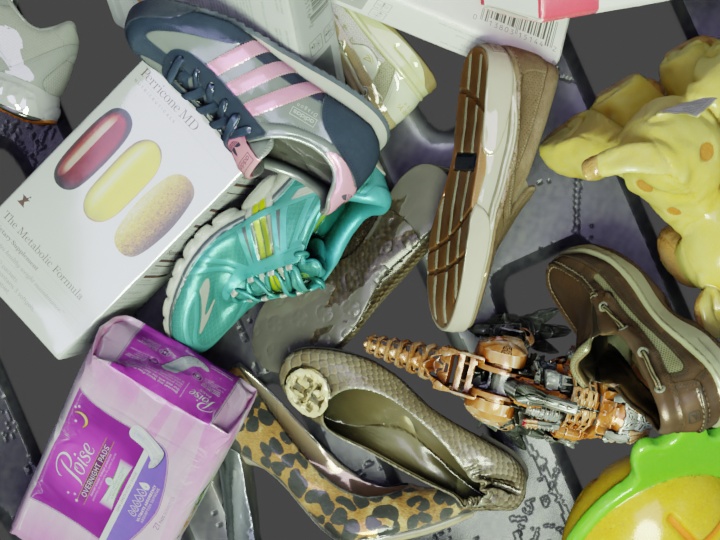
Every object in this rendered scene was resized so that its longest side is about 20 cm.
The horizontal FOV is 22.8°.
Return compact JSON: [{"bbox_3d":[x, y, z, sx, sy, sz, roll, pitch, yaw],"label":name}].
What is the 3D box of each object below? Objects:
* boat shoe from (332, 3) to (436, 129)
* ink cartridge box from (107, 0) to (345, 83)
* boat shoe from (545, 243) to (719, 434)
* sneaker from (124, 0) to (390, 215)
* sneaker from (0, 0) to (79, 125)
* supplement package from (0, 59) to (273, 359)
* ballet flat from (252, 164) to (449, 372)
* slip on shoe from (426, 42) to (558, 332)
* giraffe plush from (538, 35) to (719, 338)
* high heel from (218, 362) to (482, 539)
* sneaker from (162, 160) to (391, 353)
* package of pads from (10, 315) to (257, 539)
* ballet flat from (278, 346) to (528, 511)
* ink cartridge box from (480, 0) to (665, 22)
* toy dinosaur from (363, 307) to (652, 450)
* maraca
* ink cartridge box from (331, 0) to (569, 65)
[{"bbox_3d":[-0.031,-0.189,1.304,0.063,0.073,0.201,-43,94,2],"label":"boat shoe"},{"bbox_3d":[-0.107,-0.204,1.262,0.199,0.161,0.047,29,63,26],"label":"ink cartridge box"},{"bbox_3d":[0.171,0.045,1.204,0.074,0.202,0.075,-21,121,-18],"label":"boat shoe"},{"bbox_3d":[-0.080,-0.111,1.211,0.199,0.070,0.082,27,60,0],"label":"sneaker"},{"bbox_3d":[-0.302,-0.186,1.345,0.199,0.076,0.093,25,87,-2],"label":"sneaker"},{"bbox_3d":[-0.173,-0.047,1.306,0.114,0.110,0.200,45,97,4],"label":"supplement package"},{"bbox_3d":[0.000,0.000,1.316,0.200,0.046,0.067,-47,75,10],"label":"ballet flat"},{"bbox_3d":[0.092,-0.055,1.243,0.060,0.076,0.202,6,94,-21],"label":"slip on shoe"},{"bbox_3d":[0.239,-0.053,1.224,0.172,0.200,0.163,-31,104,5],"label":"giraffe plush"},{"bbox_3d":[-0.013,0.130,1.315,0.198,0.071,0.144,-7,86,7],"label":"high heel"},{"bbox_3d":[-0.062,-0.012,1.272,0.200,0.077,0.080,-44,56,9],"label":"sneaker"},{"bbox_3d":[-0.168,0.140,1.297,0.120,0.076,0.201,30,122,1],"label":"package of pads"},{"bbox_3d":[0.028,0.118,1.278,0.199,0.046,0.068,30,130,2],"label":"ballet flat"},{"bbox_3d":[0.181,-0.258,1.206,0.198,0.084,0.146,-13,110,-25],"label":"ink cartridge box"},{"bbox_3d":[0.108,0.072,1.261,0.199,0.136,0.103,36,97,5],"label":"toy dinosaur"},{"bbox_3d":[0.211,0.171,1.245,0.136,0.107,0.201,-1,132,-28],"label":"maraca"},{"bbox_3d":[0.065,-0.250,1.276,0.198,0.045,0.178,21,69,-10],"label":"ink cartridge box"}]
